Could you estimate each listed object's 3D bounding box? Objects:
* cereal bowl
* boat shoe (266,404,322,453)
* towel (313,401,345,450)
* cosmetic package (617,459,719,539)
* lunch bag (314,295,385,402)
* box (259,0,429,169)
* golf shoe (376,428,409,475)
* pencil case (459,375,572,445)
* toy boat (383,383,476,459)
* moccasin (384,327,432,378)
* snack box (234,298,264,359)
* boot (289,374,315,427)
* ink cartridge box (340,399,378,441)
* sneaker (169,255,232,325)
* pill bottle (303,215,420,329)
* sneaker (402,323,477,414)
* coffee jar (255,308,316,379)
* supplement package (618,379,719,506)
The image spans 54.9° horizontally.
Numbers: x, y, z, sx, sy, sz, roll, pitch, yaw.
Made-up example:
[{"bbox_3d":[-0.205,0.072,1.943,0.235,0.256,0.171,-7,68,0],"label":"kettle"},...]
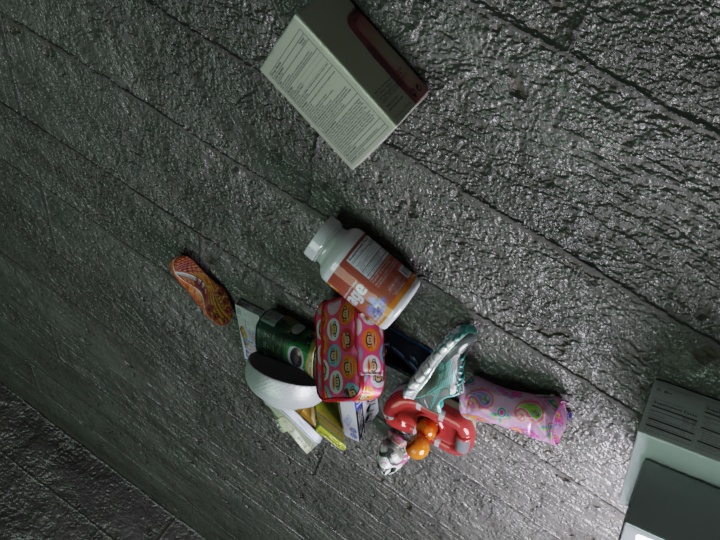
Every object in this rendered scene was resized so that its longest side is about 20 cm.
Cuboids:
[{"bbox_3d":[-0.166,0.253,1.542,0.197,0.199,0.085,20,102,24],"label":"cereal bowl"},{"bbox_3d":[-0.186,0.393,1.799,0.200,0.062,0.072,43,166,-5],"label":"boat shoe"},{"bbox_3d":[-0.075,0.327,1.571,0.018,0.200,0.086,-44,109,9],"label":"towel"},{"bbox_3d":[0.492,0.422,1.037,0.197,0.123,0.202,19,138,27],"label":"cosmetic package"},{"bbox_3d":[-0.030,0.154,1.355,0.175,0.081,0.205,-16,72,52],"label":"lunch bag"},{"bbox_3d":[-0.023,-0.270,0.984,0.200,0.109,0.127,47,142,-8],"label":"box"},{"bbox_3d":[0.069,0.409,1.549,0.072,0.093,0.200,33,170,17],"label":"golf shoe"},{"bbox_3d":[0.280,0.253,1.268,0.197,0.088,0.089,9,133,33],"label":"pencil case"},{"bbox_3d":[0.132,0.328,1.423,0.197,0.131,0.132,22,139,21],"label":"toy boat"},{"bbox_3d":[0.054,0.158,1.373,0.197,0.068,0.082,18,138,27],"label":"moccasin"},{"bbox_3d":[-0.258,0.157,1.673,0.071,0.024,0.203,22,139,21],"label":"snack box"},{"bbox_3d":[-0.150,0.323,1.723,0.202,0.071,0.143,53,150,-19],"label":"boot"},{"bbox_3d":[-0.004,0.274,1.516,0.043,0.094,0.203,18,138,24],"label":"ink cartridge box"},{"bbox_3d":[-0.372,0.043,1.640,0.202,0.073,0.077,56,162,-13],"label":"sneaker"},{"bbox_3d":[0.000,0.000,1.228,0.199,0.113,0.112,39,143,1],"label":"pill bottle"},{"bbox_3d":[0.163,0.183,1.269,0.091,0.078,0.201,37,121,4],"label":"sneaker"},{"bbox_3d":[-0.132,0.165,1.521,0.197,0.085,0.106,21,124,24],"label":"coffee jar"},{"bbox_3d":[0.511,0.300,1.090,0.153,0.111,0.203,18,138,26],"label":"supplement package"}]
